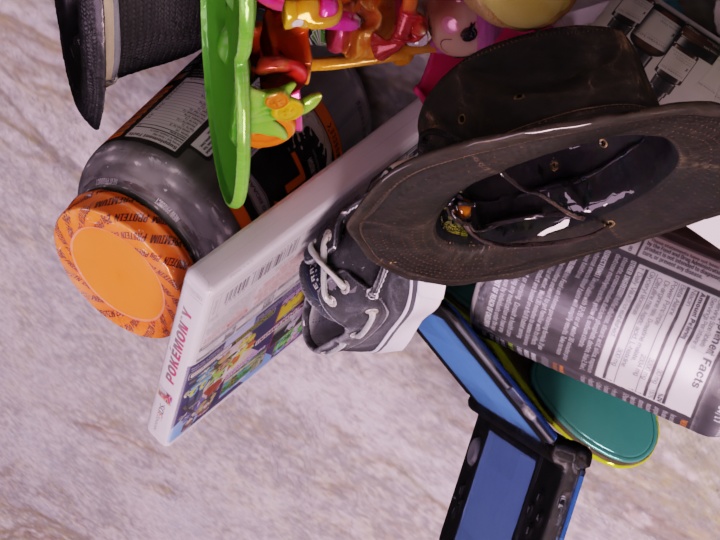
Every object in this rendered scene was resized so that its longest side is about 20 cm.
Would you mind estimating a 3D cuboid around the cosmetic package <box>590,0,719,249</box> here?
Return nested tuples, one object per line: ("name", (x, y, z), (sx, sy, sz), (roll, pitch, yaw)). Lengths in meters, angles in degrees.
("cosmetic package", (0.191, -0.056, 0.773), (0.199, 0.083, 0.051), (35, 144, 8))

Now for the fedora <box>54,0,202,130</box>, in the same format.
("fedora", (-0.136, -0.182, 0.938), (0.200, 0.090, 0.203), (171, 90, -76))

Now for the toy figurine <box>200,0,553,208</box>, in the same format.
("toy figurine", (0.015, -0.127, 0.817), (0.181, 0.152, 0.200), (-5, 156, -11))

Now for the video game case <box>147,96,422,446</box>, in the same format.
("video game case", (-0.041, 0.002, 0.934), (0.023, 0.200, 0.183), (42, 146, 13))

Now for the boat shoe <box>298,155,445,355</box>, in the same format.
("boat shoe", (0.000, 0.000, 0.865), (0.200, 0.067, 0.073), (115, 143, -69))

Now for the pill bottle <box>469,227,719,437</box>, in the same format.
("pill bottle", (0.169, 0.025, 0.870), (0.198, 0.107, 0.107), (24, 141, 13))

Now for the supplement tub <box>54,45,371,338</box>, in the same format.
("supplement tub", (-0.090, -0.058, 0.957), (0.121, 0.200, 0.123), (24, 141, 21))

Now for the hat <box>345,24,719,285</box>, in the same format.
("hat", (0.087, -0.062, 0.716), (0.198, 0.082, 0.201), (-7, 160, -2))

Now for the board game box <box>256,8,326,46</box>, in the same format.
("board game box", (-0.037, -0.207, 0.858), (0.103, 0.024, 0.201), (11, 141, 16))

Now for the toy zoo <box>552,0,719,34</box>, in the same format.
("toy zoo", (0.183, -0.098, 0.824), (0.199, 0.020, 0.132), (-9, 121, 47))

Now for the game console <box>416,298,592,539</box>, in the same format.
("game console", (0.053, 0.108, 0.954), (0.117, 0.173, 0.200), (18, -179, -10))

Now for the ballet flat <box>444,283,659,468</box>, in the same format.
("ballet flat", (0.106, 0.043, 0.972), (0.200, 0.067, 0.067), (44, 169, -2))

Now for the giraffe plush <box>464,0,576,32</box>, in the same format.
("giraffe plush", (0.145, -0.190, 0.684), (0.160, 0.172, 0.202), (18, 104, 12))
